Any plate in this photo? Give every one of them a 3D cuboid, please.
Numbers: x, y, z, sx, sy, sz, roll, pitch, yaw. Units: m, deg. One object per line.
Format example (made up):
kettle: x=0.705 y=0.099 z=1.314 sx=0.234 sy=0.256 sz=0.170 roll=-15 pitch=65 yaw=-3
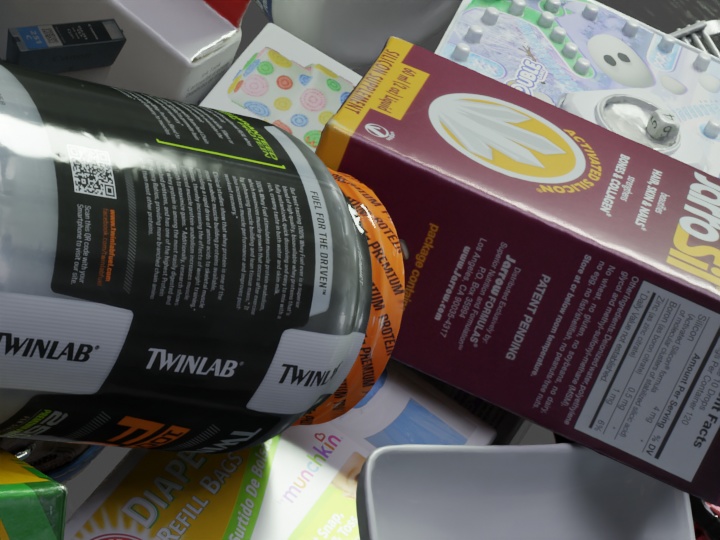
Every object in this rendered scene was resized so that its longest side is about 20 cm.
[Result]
plate: x=0.069 y=0.166 z=0.860 sx=0.199 sy=0.032 sz=0.201 roll=3 pitch=77 yaw=-48

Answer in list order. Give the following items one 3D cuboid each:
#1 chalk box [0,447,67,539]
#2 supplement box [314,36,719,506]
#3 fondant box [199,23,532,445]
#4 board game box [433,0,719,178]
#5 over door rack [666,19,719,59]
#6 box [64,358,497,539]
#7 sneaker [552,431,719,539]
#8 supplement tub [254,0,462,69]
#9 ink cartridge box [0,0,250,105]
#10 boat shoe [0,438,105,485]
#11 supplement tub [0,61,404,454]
chalk box: x=-0.178 y=0.155 z=0.735 sx=0.124 sy=0.202 sz=0.124 roll=-1 pitch=9 yaw=-31
supplement box: x=0.076 y=-0.003 z=0.908 sx=0.199 sy=0.086 sz=0.110 roll=24 pitch=28 yaw=4
fondant box: x=0.000 y=0.000 z=1.000 sx=0.199 sy=0.058 sz=0.145 roll=32 pitch=59 yaw=9
board game box: x=0.128 y=-0.068 z=1.044 sx=0.199 sy=0.026 sz=0.200 roll=25 pitch=38 yaw=2
over door rack: x=0.123 y=-0.036 z=1.120 sx=0.199 sy=0.067 sz=0.148 roll=-16 pitch=58 yaw=-18
box: x=-0.050 y=0.118 z=0.873 sx=0.112 sy=0.102 sz=0.200 roll=34 pitch=46 yaw=6
sneaker: x=0.163 y=0.121 z=0.991 sx=0.087 sy=0.074 sz=0.201 roll=6 pitch=54 yaw=-57
supplement tub: x=-0.025 y=-0.218 z=1.146 sx=0.144 sy=0.145 sz=0.200 roll=-17 pitch=60 yaw=-35
ink cartridge box: x=-0.137 y=-0.158 z=1.020 sx=0.200 sy=0.177 sz=0.045 roll=39 pitch=46 yaw=12
boat shoe: x=-0.151 y=0.056 z=0.900 sx=0.072 sy=0.073 sz=0.200 roll=44 pitch=49 yaw=12
supplement tub: x=-0.086 y=-0.001 z=0.778 sx=0.199 sy=0.123 sz=0.123 roll=9 pitch=45 yaw=-44
